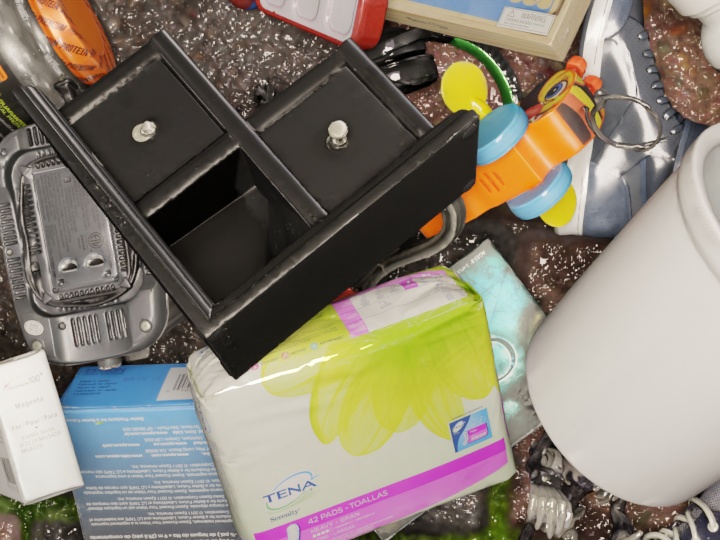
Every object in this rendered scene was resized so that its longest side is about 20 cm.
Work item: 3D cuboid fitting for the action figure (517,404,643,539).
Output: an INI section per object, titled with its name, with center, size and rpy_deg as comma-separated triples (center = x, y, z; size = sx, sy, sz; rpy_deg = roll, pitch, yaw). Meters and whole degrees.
[action figure]
center = 0.154, 0.174, 0.788
size = 0.118, 0.102, 0.201
rpy_deg = 24, 98, -13

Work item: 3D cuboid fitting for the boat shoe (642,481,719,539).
[boat shoe]
center = 0.242, 0.193, 0.796
size = 0.092, 0.075, 0.202
rpy_deg = 4, 92, -2

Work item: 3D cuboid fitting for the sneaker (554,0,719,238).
[sneaker]
center = 0.221, -0.117, 0.785
size = 0.145, 0.077, 0.205
rpy_deg = 9, 102, 17

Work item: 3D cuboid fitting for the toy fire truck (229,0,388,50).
[toy fire truck]
center = -0.048, -0.259, 0.791
size = 0.199, 0.112, 0.169
rpy_deg = 29, 115, 37

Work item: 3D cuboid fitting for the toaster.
[toaster]
center = -0.188, -0.032, 0.811
size = 0.112, 0.129, 0.202
rpy_deg = -11, 90, 5

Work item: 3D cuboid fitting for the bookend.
[bookend]
center = -0.065, -0.079, 0.683
size = 0.199, 0.092, 0.199
rpy_deg = -38, 72, -9

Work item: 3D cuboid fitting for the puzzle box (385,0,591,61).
[puzzle box]
center = 0.080, -0.228, 0.776
size = 0.199, 0.025, 0.134
rpy_deg = 22, 84, 35

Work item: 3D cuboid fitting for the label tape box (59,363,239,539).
[label tape box]
center = -0.132, 0.170, 0.833
size = 0.143, 0.063, 0.202
rpy_deg = -2, 115, 6

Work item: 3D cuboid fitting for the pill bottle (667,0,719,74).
[pill bottle]
center = 0.299, -0.153, 0.740
size = 0.200, 0.116, 0.117
rpy_deg = 40, 95, -14

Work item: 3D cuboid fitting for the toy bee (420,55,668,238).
[toy bee]
center = 0.122, -0.086, 0.746
size = 0.198, 0.109, 0.132
rpy_deg = -1, 132, 32

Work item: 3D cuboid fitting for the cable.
[cable]
center = 0.000, 0.000, 0.787
size = 0.050, 0.199, 0.098
rpy_deg = -30, 100, -38

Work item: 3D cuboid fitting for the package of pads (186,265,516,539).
[package of pads]
center = -0.004, 0.095, 0.746
size = 0.198, 0.068, 0.156
rpy_deg = -20, 117, -10

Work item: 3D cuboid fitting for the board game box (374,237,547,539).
[board game box]
center = 0.057, 0.090, 0.838
size = 0.199, 0.028, 0.136
rpy_deg = -38, 86, 6

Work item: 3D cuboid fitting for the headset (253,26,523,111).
[headset]
center = 0.022, -0.117, 0.805
size = 0.198, 0.094, 0.125
rpy_deg = 3, 91, -5

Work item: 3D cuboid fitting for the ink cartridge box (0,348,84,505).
[ink cartridge box]
center = -0.256, 0.072, 0.791
size = 0.043, 0.200, 0.175
rpy_deg = -16, 89, -25

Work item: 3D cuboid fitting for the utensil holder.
[utensil holder]
center = 0.220, 0.033, 0.712
size = 0.170, 0.170, 0.200
rpy_deg = 40, 134, 4

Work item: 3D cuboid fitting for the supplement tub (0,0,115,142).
[supplement tub]
center = -0.290, -0.140, 0.824
size = 0.199, 0.123, 0.123
rpy_deg = -27, 88, 6
